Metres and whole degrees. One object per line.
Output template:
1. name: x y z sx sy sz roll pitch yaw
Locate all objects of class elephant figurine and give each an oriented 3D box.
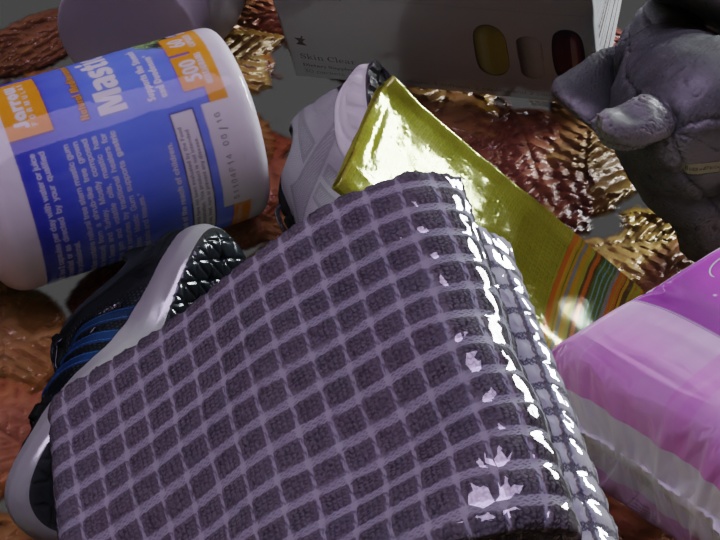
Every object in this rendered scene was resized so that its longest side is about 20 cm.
1. elephant figurine: 0.179 -0.108 0.941 0.141 0.156 0.200 -24 43 1

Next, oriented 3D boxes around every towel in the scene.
1. towel: 0.076 -0.008 0.825 0.200 0.018 0.086 38 42 -15
2. towel: -0.024 0.076 0.588 0.199 0.086 0.166 -31 46 15

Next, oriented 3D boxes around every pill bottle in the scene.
1. pill bottle: -0.124 -0.207 1.090 0.119 0.120 0.201 3 43 10
2. pill bottle: -0.160 -0.055 0.928 0.199 0.112 0.112 -18 43 -15

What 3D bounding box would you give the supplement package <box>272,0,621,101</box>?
1. supplement package: 0.061 -0.204 1.039 0.199 0.111 0.157 7 63 15

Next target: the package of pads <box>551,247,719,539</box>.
1. package of pads: 0.185 0.041 0.723 0.199 0.076 0.120 -28 41 -27

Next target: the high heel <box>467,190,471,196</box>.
1. high heel: 0.000 0.000 0.814 0.199 0.071 0.143 -9 69 -43

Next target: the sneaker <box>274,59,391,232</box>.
1. sneaker: -0.008 -0.024 0.920 0.079 0.074 0.201 -24 41 25

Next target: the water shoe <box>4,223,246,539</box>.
1. water shoe: -0.124 0.060 0.846 0.079 0.072 0.200 -10 34 40
